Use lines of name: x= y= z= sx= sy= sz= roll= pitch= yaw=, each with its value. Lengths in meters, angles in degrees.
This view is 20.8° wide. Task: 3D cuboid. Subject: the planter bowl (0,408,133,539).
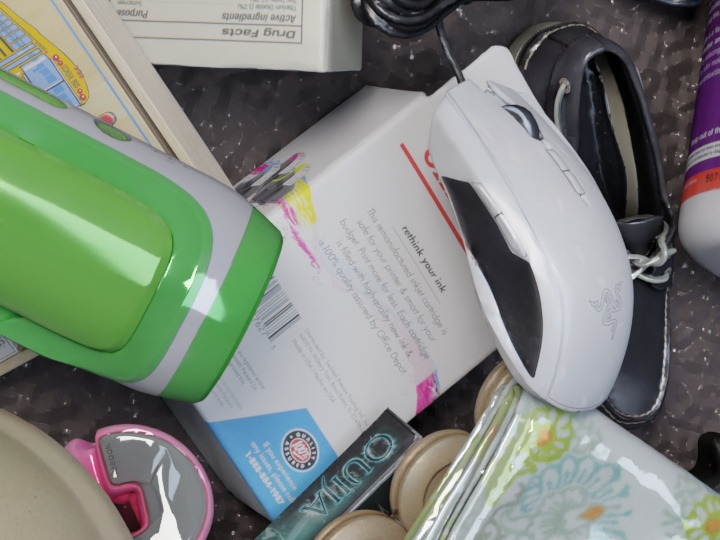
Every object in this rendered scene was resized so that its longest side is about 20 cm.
planter bowl: x=-0.185 y=0.145 z=0.688 sx=0.199 sy=0.135 sz=0.202 roll=-1 pitch=88 yaw=15

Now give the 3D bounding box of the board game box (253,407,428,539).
board game box: x=-0.029 y=0.167 z=0.850 sx=0.200 sy=0.028 sz=0.135 roll=-44 pitch=141 yaw=-9

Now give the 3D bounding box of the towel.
towel: x=0.096 y=0.158 z=0.799 sx=0.199 sy=0.048 sz=0.172 roll=34 pitch=88 yaw=-15

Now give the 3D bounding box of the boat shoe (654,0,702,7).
boat shoe: x=0.082 y=-0.161 z=0.863 sx=0.199 sy=0.084 sz=0.069 roll=6 pitch=77 yaw=-22

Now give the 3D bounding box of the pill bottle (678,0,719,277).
pill bottle: x=0.213 y=-0.095 z=0.904 sx=0.112 sy=0.112 sz=0.202 roll=16 pitch=76 yaw=-25

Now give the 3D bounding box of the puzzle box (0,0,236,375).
puzzle box: x=-0.149 y=-0.065 z=0.771 sx=0.132 sy=0.025 sz=0.201 roll=-28 pitch=110 yaw=17

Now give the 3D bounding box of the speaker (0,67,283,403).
speaker: x=-0.132 y=-0.027 z=0.727 sx=0.199 sy=0.088 sz=0.089 roll=27 pitch=85 yaw=-8

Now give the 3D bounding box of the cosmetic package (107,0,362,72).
cosmetic package: x=-0.050 y=-0.182 z=0.789 sx=0.103 sy=0.073 sz=0.202 roll=4 pitch=98 yaw=11

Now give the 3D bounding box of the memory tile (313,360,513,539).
memory tile: x=0.044 y=0.140 z=0.835 sx=0.200 sy=0.017 sz=0.154 roll=-43 pitch=124 yaw=-9

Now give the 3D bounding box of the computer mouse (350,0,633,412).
computer mouse: x=0.066 y=-0.043 z=0.777 sx=0.109 sy=0.044 sz=0.201 roll=-7 pitch=72 yaw=-49

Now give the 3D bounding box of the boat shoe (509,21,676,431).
boat shoe: x=0.112 y=-0.015 z=0.909 sx=0.072 sy=0.063 sz=0.202 roll=-16 pitch=103 yaw=-21

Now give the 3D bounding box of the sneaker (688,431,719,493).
sneaker: x=0.117 y=0.141 z=0.929 sx=0.199 sy=0.071 sz=0.098 roll=-26 pitch=89 yaw=-8

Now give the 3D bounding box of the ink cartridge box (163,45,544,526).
ink cartridge box: x=0.000 y=0.000 z=0.858 sx=0.200 sy=0.068 sz=0.116 roll=-38 pitch=111 yaw=-15

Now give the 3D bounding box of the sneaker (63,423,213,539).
sneaker: x=-0.151 y=0.118 z=0.803 sx=0.198 sy=0.095 sz=0.080 roll=-14 pitch=86 yaw=3
